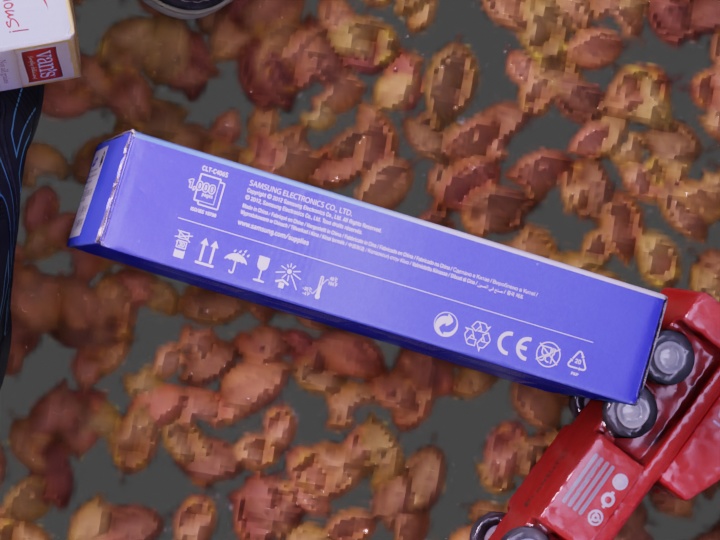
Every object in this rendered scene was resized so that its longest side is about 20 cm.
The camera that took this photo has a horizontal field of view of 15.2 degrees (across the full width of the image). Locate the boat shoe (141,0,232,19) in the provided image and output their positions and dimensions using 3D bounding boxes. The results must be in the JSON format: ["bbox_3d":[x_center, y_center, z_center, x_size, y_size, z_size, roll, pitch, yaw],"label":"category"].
[{"bbox_3d":[-0.021,-0.182,0.973,0.072,0.066,0.201,36,83,-10],"label":"boat shoe"}]

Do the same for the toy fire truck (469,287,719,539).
[{"bbox_3d":[0.145,0.082,1.022,0.141,0.049,0.200,37,84,-11],"label":"toy fire truck"}]

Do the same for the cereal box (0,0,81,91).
[{"bbox_3d":[-0.204,-0.117,0.915,0.200,0.040,0.144,-10,69,-6],"label":"cereal box"}]

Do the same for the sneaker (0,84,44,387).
[{"bbox_3d":[-0.145,-0.037,0.944,0.075,0.079,0.200,-2,90,-11],"label":"sneaker"}]

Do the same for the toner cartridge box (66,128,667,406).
[{"bbox_3d":[0.000,0.000,0.967,0.200,0.095,0.043,17,88,-12],"label":"toner cartridge box"}]
